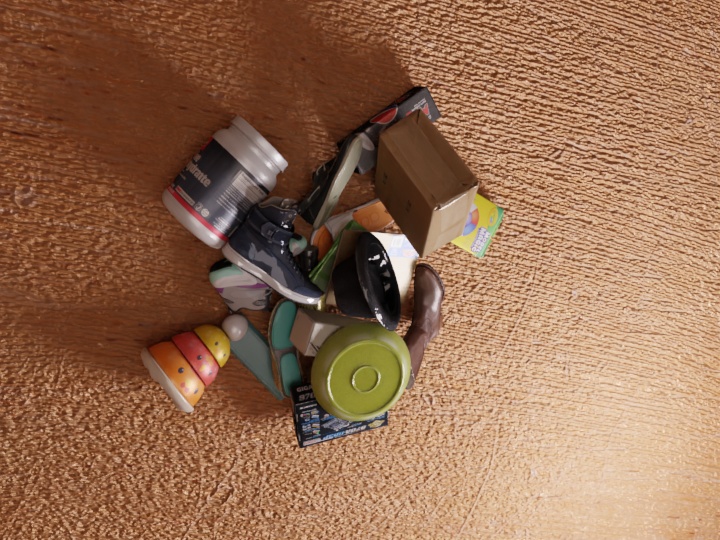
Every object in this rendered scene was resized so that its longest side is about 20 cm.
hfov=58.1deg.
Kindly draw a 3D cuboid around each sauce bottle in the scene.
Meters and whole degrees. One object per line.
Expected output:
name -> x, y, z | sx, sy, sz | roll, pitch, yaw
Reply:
sauce bottle -> -0.101, 0.053, 1.283 | 0.063, 0.065, 0.205 | -7, 106, -17

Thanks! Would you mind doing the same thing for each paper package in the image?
paper package -> 0.114, -0.155, 1.193 | 0.102, 0.201, 0.192 | -29, 69, -13

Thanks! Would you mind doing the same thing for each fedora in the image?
fedora -> 0.004, 0.028, 1.186 | 0.090, 0.201, 0.204 | -14, 112, 17

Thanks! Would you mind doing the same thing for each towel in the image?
towel -> 0.000, 0.000, 1.285 | 0.199, 0.031, 0.150 | 34, 94, -43

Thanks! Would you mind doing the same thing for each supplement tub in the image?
supplement tub -> -0.237, -0.155, 1.141 | 0.140, 0.140, 0.201 | 42, 88, -23

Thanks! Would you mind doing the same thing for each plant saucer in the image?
plant saucer -> 0.006, 0.197, 1.212 | 0.195, 0.031, 0.205 | -5, 108, -14
plant saucer -> -0.200, 0.180, 1.309 | 0.070, 0.019, 0.201 | -42, 112, -5

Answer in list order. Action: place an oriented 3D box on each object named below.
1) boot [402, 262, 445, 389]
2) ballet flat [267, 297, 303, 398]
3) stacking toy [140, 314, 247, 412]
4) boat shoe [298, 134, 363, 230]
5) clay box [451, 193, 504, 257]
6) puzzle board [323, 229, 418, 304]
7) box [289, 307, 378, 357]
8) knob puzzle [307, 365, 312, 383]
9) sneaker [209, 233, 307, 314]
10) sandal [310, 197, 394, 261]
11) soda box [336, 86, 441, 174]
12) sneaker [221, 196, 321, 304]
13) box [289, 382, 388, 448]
boot -> 0.108, 0.113, 1.300 | 0.201, 0.063, 0.189 | -51, 136, -43
ballet flat -> -0.152, 0.150, 1.277 | 0.069, 0.071, 0.205 | -8, 103, -16
stacking toy -> -0.296, 0.149, 1.215 | 0.199, 0.145, 0.147 | -40, 113, -17
boat shoe -> -0.060, -0.171, 1.207 | 0.067, 0.072, 0.202 | 38, 121, 10
clay box -> 0.214, -0.111, 1.357 | 0.197, 0.048, 0.117 | 25, 95, -22
puzzle board -> 0.028, -0.005, 1.270 | 0.197, 0.017, 0.154 | 1, 115, -36
box -> -0.032, 0.131, 1.261 | 0.197, 0.082, 0.070 | 13, 101, -32
knob puzzle -> -0.031, 0.237, 1.372 | 0.215, 0.030, 0.225 | -8, 111, -21
sneaker -> -0.176, 0.020, 1.244 | 0.196, 0.078, 0.142 | -21, 114, 4
sandal -> -0.006, -0.086, 1.282 | 0.204, 0.059, 0.080 | -30, 111, -9
soda box -> 0.055, -0.272, 1.252 | 0.199, 0.063, 0.071 | -37, 113, -7
sneaker -> -0.123, -0.038, 1.146 | 0.201, 0.077, 0.147 | 33, 101, -21
box -> -0.038, 0.274, 1.300 | 0.196, 0.046, 0.161 | -12, 137, -11
